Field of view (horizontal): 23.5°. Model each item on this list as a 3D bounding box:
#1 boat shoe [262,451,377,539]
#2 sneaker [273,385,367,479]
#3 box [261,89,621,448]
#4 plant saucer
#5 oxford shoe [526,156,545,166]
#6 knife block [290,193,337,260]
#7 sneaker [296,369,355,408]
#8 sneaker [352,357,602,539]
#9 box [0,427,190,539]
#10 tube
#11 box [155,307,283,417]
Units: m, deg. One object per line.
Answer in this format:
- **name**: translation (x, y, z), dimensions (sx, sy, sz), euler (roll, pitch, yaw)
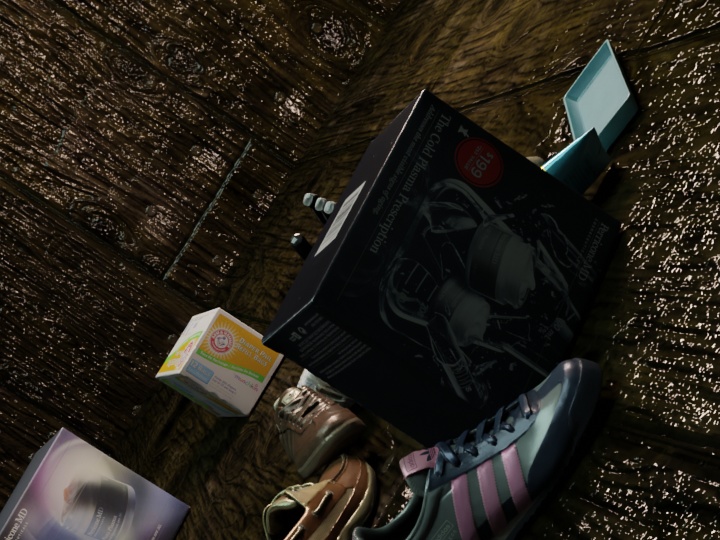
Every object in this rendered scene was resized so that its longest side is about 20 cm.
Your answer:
- **boat shoe**: translation (-0.040, 0.207, 1.416), dimensions (0.076, 0.074, 0.200), euler (-52, 8, 26)
- **sneaker**: translation (-0.050, 0.143, 1.581), dimensions (0.070, 0.076, 0.200), euler (-38, -2, -14)
- **box**: translation (0.062, 0.008, 1.247), dimensions (0.200, 0.182, 0.104), euler (-63, 12, -29)
- **plant saucer**: translation (0.209, -0.147, 1.508), dimensions (0.070, 0.019, 0.200), euler (-53, 11, 18)
- **oxford shoe**: translation (0.113, -0.043, 1.567), dimensions (0.075, 0.071, 0.200), euler (-32, -4, -27)
- **knife block**: translation (0.000, 0.000, 1.592), dimensions (0.064, 0.175, 0.200), euler (-58, 9, -13)
- **sneaker**: translation (-0.027, 0.118, 1.697), dimensions (0.200, 0.075, 0.087), euler (150, 145, -85)
- **sneaker**: translation (0.073, 0.127, 1.102), dimensions (0.200, 0.082, 0.070), euler (-55, 10, 9)
- **box**: translation (-0.355, 0.341, 2.172), dimensions (0.123, 0.198, 0.200), euler (-43, 18, 55)
- **tube**: translation (0.118, -0.033, 1.371), dimensions (0.200, 0.050, 0.077), euler (-42, -18, 4)
- **box**: translation (-0.188, 0.125, 2.301), dimensions (0.102, 0.112, 0.200), euler (-59, 11, -12)
